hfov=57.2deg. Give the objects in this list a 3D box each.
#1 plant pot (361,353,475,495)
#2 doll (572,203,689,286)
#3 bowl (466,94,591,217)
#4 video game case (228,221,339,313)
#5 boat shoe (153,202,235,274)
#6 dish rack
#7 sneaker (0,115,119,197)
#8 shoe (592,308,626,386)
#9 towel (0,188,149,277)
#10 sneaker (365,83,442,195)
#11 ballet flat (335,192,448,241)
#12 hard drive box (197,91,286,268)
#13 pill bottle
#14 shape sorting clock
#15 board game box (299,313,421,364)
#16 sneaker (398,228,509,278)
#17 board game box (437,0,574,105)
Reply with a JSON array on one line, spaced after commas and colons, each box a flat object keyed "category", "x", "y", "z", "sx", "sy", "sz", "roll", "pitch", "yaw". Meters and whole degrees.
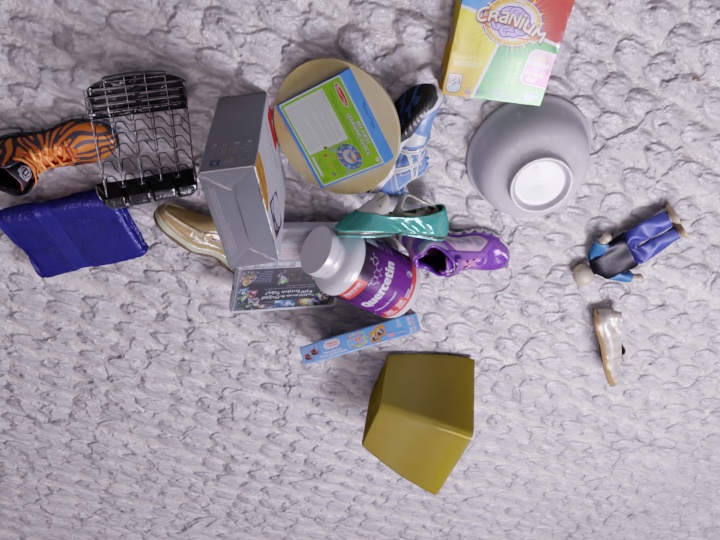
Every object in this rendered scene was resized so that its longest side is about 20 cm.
[{"category": "plant pot", "x": 0.108, "y": 0.281, "z": 1.305, "sx": 0.173, "sy": 0.202, "sz": 0.202, "roll": 19, "pitch": 128, "yaw": -3}, {"category": "doll", "x": 0.462, "y": -0.028, "z": 1.146, "sx": 0.198, "sy": 0.049, "sz": 0.136, "roll": -32, "pitch": 123, "yaw": 21}, {"category": "bowl", "x": 0.265, "y": -0.153, "z": 1.005, "sx": 0.196, "sy": 0.091, "sz": 0.204, "roll": -2, "pitch": 130, "yaw": -2}, {"category": "video game case", "x": -0.115, "y": -0.005, "z": 1.118, "sx": 0.196, "sy": 0.024, "sz": 0.184, "roll": -3, "pitch": 132, "yaw": -25}, {"category": "boat shoe", "x": -0.236, "y": -0.064, "z": 1.073, "sx": 0.076, "sy": 0.072, "sz": 0.198, "roll": -41, "pitch": 132, "yaw": 23}, {"category": "dish rack", "x": -0.312, "y": -0.187, "z": 0.946, "sx": 0.151, "sy": 0.055, "sz": 0.203, "roll": -14, "pitch": 128, "yaw": -23}, {"category": "sneaker", "x": -0.450, "y": -0.157, "z": 0.950, "sx": 0.196, "sy": 0.113, "sz": 0.079, "roll": -10, "pitch": 131, "yaw": 5}, {"category": "shoe", "x": 0.492, "y": 0.153, "z": 1.283, "sx": 0.052, "sy": 0.071, "sz": 0.202, "roll": -12, "pitch": 128, "yaw": 18}, {"category": "towel", "x": -0.463, "y": -0.065, "z": 1.074, "sx": 0.196, "sy": 0.050, "sz": 0.149, "roll": -10, "pitch": 137, "yaw": 5}, {"category": "sneaker", "x": 0.072, "y": -0.191, "z": 0.982, "sx": 0.076, "sy": 0.077, "sz": 0.201, "roll": 13, "pitch": 138, "yaw": -21}, {"category": "ballet flat", "x": 0.050, "y": -0.085, "z": 1.018, "sx": 0.196, "sy": 0.067, "sz": 0.072, "roll": 0, "pitch": 103, "yaw": -25}, {"category": "hard drive box", "x": -0.159, "y": -0.131, "z": 0.930, "sx": 0.075, "sy": 0.202, "sz": 0.158, "roll": -7, "pitch": 131, "yaw": 3}, {"category": "pill bottle", "x": 0.000, "y": 0.000, "z": 1.078, "sx": 0.198, "sy": 0.114, "sz": 0.112, "roll": 24, "pitch": 127, "yaw": -40}, {"category": "shape sorting clock", "x": -0.035, "y": -0.204, "z": 0.951, "sx": 0.196, "sy": 0.039, "sz": 0.203, "roll": 15, "pitch": 129, "yaw": 20}, {"category": "board game box", "x": 0.004, "y": 0.123, "z": 1.197, "sx": 0.196, "sy": 0.151, "sz": 0.037, "roll": -18, "pitch": 84, "yaw": 11}, {"category": "sneaker", "x": 0.160, "y": -0.024, "z": 1.109, "sx": 0.196, "sy": 0.089, "sz": 0.081, "roll": 10, "pitch": 128, "yaw": -12}, {"category": "board game box", "x": 0.197, "y": -0.330, "z": 0.885, "sx": 0.150, "sy": 0.041, "sz": 0.203, "roll": 4, "pitch": 130, "yaw": -6}]
